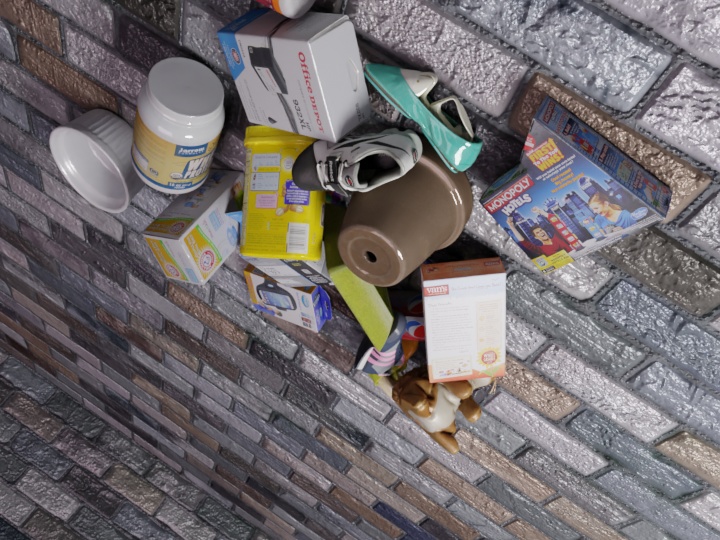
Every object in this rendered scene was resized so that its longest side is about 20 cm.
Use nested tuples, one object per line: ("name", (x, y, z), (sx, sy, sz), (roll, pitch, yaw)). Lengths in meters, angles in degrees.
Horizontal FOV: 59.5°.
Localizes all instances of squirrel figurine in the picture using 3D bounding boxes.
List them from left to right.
("squirrel figurine", (0.159, 0.205, 1.175), (0.142, 0.187, 0.199), (49, 166, -19))

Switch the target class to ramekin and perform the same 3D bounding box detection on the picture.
("ramekin", (-0.526, -0.230, 1.295), (0.197, 0.098, 0.203), (21, 140, 18))

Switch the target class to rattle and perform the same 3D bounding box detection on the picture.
("rattle", (0.105, 0.207, 1.318), (0.199, 0.144, 0.130), (41, 177, -32))

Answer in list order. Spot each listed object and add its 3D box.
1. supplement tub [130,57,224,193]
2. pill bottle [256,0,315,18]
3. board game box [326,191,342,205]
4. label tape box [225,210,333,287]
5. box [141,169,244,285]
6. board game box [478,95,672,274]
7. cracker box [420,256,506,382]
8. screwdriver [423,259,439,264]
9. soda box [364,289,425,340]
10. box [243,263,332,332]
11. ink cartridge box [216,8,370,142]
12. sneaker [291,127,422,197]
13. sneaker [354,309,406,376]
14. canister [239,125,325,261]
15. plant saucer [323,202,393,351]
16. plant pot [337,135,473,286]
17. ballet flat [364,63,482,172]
("supplement tub", (-0.313, -0.244, 1.079), (0.144, 0.146, 0.200), (36, 143, -2))
("pill bottle", (-0.146, -0.416, 0.803), (0.197, 0.110, 0.111), (30, 142, 8))
("board game box", (-0.123, -0.138, 1.127), (0.157, 0.039, 0.200), (41, 142, -6))
("label tape box", (-0.146, -0.039, 1.170), (0.141, 0.068, 0.199), (-2, 155, 38))
("box", (-0.293, -0.085, 1.181), (0.099, 0.201, 0.114), (9, 136, 29))
("board game box", (0.264, -0.116, 0.837), (0.200, 0.062, 0.199), (46, 141, -10))
("cracker box", (0.171, 0.084, 1.042), (0.130, 0.058, 0.204), (-5, 119, 3))
("screwdriver", (0.095, -0.031, 1.083), (0.199, 0.028, 0.029), (39, 112, -2))
("soda box", (0.091, 0.083, 1.167), (0.196, 0.070, 0.064), (1, 132, 37))
("box", (-0.154, 0.059, 1.356), (0.196, 0.042, 0.121), (19, 139, 24))
("ink cartridge box", (-0.094, -0.279, 0.892), (0.198, 0.084, 0.147), (22, 141, 38))
("sneaker", (-0.018, -0.143, 0.866), (0.196, 0.089, 0.075), (-11, 118, 24))
("sneaker", (0.056, 0.136, 1.150), (0.080, 0.071, 0.200), (21, 148, -11))
("canister", (-0.122, -0.122, 1.009), (0.145, 0.086, 0.206), (4, 89, 27))
("plant saucer", (0.000, 0.000, 1.073), (0.047, 0.202, 0.202), (-23, 128, 11))
("plant pot", (0.049, -0.076, 0.952), (0.197, 0.176, 0.203), (21, 140, 19))
("ballet flat", (0.094, -0.226, 0.863), (0.200, 0.068, 0.070), (44, 117, -10))
